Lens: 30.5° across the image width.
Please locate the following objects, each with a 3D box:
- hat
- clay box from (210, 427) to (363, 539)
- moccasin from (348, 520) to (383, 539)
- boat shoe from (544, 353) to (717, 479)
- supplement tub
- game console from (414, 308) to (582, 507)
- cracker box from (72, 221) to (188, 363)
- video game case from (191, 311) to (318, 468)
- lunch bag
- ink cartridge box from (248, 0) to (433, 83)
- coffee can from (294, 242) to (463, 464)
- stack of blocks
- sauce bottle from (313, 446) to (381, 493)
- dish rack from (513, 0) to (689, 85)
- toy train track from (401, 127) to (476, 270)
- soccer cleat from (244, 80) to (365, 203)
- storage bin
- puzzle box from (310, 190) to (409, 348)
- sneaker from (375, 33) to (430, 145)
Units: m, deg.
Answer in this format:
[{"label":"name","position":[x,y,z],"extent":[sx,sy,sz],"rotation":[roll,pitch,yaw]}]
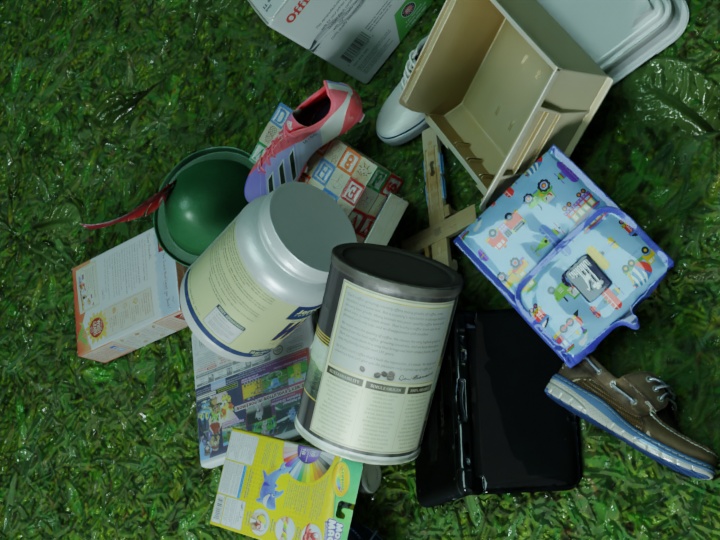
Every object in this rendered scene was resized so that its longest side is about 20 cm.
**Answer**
[{"label":"hat","position":[-0.219,-0.103,1.675],"extent":[0.164,0.176,0.202],"rotation":[10,72,17]},{"label":"clay box","position":[-0.074,0.253,1.489],"extent":[0.199,0.047,0.116],"rotation":[8,82,38]},{"label":"moccasin","position":[0.011,0.344,1.460],"extent":[0.200,0.068,0.081],"rotation":[43,103,38]},{"label":"boat shoe","position":[0.277,0.137,1.319],"extent":[0.199,0.072,0.073],"rotation":[30,86,35]},{"label":"supplement tub","position":[-0.109,0.001,1.558],"extent":[0.200,0.144,0.146],"rotation":[-42,53,40]},{"label":"game console","position":[0.143,0.152,1.452],"extent":[0.176,0.115,0.202],"rotation":[143,130,-59]},{"label":"cracker box","position":[-0.306,0.031,1.812],"extent":[0.199,0.057,0.135],"rotation":[-23,63,31]},{"label":"video game case","position":[-0.129,0.137,1.665],"extent":[0.199,0.023,0.184],"rotation":[-21,64,30]},{"label":"lunch bag","position":[0.223,-0.004,1.387],"extent":[0.151,0.094,0.200],"rotation":[-44,59,4]},{"label":"ink cartridge box","position":[-0.026,-0.339,1.620],"extent":[0.147,0.199,0.083],"rotation":[-49,53,14]},{"label":"coffee can","position":[0.018,0.088,1.431],"extent":[0.146,0.146,0.202],"rotation":[26,109,40]},{"label":"stack of blocks","position":[-0.053,-0.115,1.662],"extent":[0.200,0.058,0.116],"rotation":[37,100,39]},{"label":"sauce bottle","position":[-0.065,0.239,1.558],"extent":[0.199,0.065,0.065],"rotation":[-3,74,35]},{"label":"dish rack","position":[0.254,-0.286,1.490],"extent":[0.199,0.043,0.173],"rotation":[-37,58,24]},{"label":"toy train track","position":[0.097,-0.078,1.555],"extent":[0.114,0.032,0.202],"rotation":[-26,55,37]},{"label":"soccer cleat","position":[-0.082,-0.157,1.608],"extent":[0.200,0.076,0.067],"rotation":[-40,56,21]},{"label":"storage bin","position":[0.153,-0.195,1.470],"extent":[0.201,0.093,0.199],"rotation":[56,131,38]},{"label":"puzzle box","position":[0.000,0.000,1.548],"extent":[0.025,0.133,0.201],"rotation":[28,95,-1]},{"label":"sneaker","position":[0.079,-0.239,1.591],"extent":[0.200,0.071,0.073],"rotation":[-49,53,15]}]
